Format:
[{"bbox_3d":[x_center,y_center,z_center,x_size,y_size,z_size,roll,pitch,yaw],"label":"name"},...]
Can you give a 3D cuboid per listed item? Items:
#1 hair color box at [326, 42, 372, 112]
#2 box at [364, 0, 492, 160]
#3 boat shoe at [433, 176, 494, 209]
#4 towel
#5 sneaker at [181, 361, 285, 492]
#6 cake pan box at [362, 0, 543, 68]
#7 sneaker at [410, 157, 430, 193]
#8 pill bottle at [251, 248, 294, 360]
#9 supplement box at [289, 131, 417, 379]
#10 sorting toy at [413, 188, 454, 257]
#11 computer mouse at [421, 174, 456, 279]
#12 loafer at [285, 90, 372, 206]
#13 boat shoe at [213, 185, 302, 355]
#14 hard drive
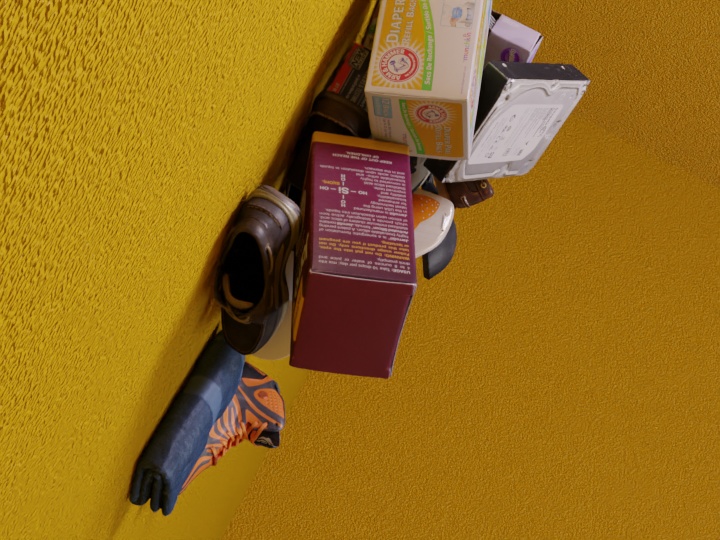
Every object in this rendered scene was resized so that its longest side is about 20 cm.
[{"bbox_3d":[-0.018,-0.149,1.450,0.102,0.061,0.200,-63,178,-31],"label":"hair color box"},{"bbox_3d":[0.071,-0.226,1.292,0.113,0.100,0.202,78,20,-64],"label":"box"},{"bbox_3d":[0.110,-0.176,1.594,0.070,0.070,0.202,-20,92,-73],"label":"boat shoe"},{"bbox_3d":[-0.181,0.163,1.410,0.201,0.048,0.112,-61,175,-37],"label":"towel"},{"bbox_3d":[-0.154,0.198,1.556,0.201,0.111,0.078,-62,176,-33],"label":"sneaker"},{"bbox_3d":[0.090,-0.229,1.480,0.052,0.183,0.201,-59,176,-48],"label":"cake pan box"},{"bbox_3d":[0.050,-0.156,1.435,0.079,0.073,0.201,-51,163,-44],"label":"sneaker"},{"bbox_3d":[-0.072,0.012,1.405,0.114,0.112,0.200,-65,176,29],"label":"pill bottle"},{"bbox_3d":[-0.009,-0.016,1.244,0.201,0.102,0.132,-91,-168,-46],"label":"supplement box"},{"bbox_3d":[0.000,0.000,1.555,0.200,0.106,0.182,-27,-141,59],"label":"sorting toy"},{"bbox_3d":[0.098,-0.091,1.646,0.201,0.045,0.142,-88,175,-55],"label":"computer mouse"},{"bbox_3d":[-0.037,-0.109,1.349,0.071,0.072,0.201,-61,175,-29],"label":"loafer"},{"bbox_3d":[-0.111,0.010,1.235,0.073,0.074,0.201,-46,157,-44],"label":"boat shoe"},{"bbox_3d":[0.166,-0.164,1.437,0.199,0.038,0.140,-11,140,-55],"label":"hard drive"}]
